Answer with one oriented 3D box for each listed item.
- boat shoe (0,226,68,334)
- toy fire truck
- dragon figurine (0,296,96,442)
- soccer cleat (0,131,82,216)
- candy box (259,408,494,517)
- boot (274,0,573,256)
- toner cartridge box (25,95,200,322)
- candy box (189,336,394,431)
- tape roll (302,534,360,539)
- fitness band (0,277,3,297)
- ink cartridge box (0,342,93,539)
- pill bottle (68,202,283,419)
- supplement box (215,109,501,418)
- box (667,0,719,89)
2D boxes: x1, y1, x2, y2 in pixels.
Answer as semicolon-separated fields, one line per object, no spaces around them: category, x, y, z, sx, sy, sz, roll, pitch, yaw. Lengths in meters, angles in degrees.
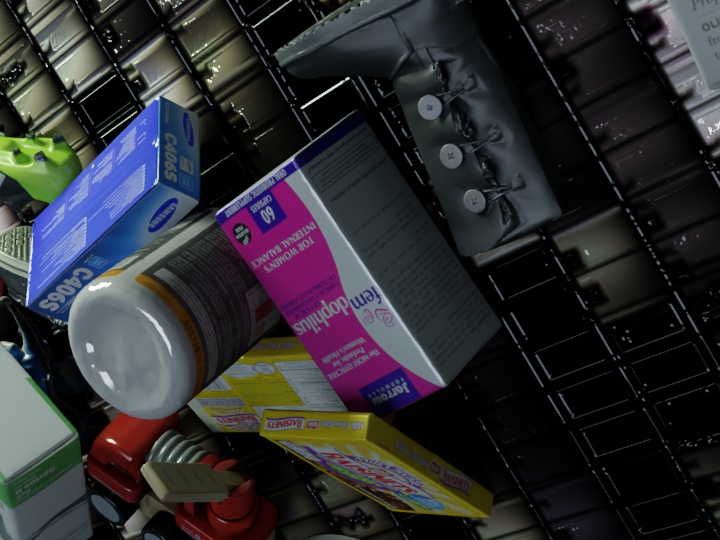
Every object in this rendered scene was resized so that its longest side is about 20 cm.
boat shoe;-0.255;0.024;1.271;0.199;0.074;0.063;24;132;28
toy fire truck;-0.163;0.179;1.222;0.175;0.129;0.201;32;144;17
dragon figurine;-0.300;0.100;1.341;0.099;0.059;0.201;30;137;18
soccer cleat;-0.333;-0.094;1.266;0.198;0.068;0.082;16;135;26
candy box;0.017;0.154;1.106;0.101;0.027;0.200;-4;153;34
boot;0.043;-0.103;1.007;0.164;0.066;0.201;-19;108;41
toner cartridge box;-0.208;-0.048;1.167;0.043;0.096;0.199;24;135;-35
candy box;-0.075;0.098;1.186;0.198;0.027;0.102;-5;138;36
tape roll;-0.029;0.359;1.255;0.201;0.139;0.205;15;122;26
fitness band;-0.391;0.074;1.341;0.037;0.144;0.201;22;128;-1
ink cartridge box;-0.326;0.176;1.300;0.146;0.084;0.201;42;150;23
pill bottle;-0.124;0.020;1.092;0.115;0.200;0.118;16;123;27
supplement box;0.000;0.000;1.063;0.101;0.103;0.201;-31;97;40
box;0.251;-0.228;0.702;0.199;0.199;0.173;-21;102;38
